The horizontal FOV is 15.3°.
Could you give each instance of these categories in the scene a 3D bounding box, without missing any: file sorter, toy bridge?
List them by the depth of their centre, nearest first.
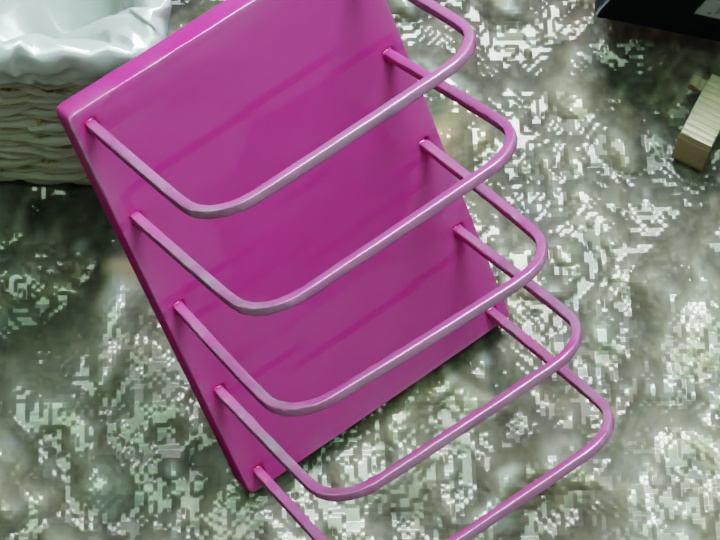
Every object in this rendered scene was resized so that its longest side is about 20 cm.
[{"bbox_3d":[0.000,0.000,1.048,0.139,0.201,0.125,-33,36,-14],"label":"file sorter"},{"bbox_3d":[0.235,-0.041,1.185,0.199,0.027,0.067,27,68,8],"label":"toy bridge"}]

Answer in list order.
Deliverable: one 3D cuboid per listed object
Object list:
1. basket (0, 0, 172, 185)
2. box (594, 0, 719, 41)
[{"bbox_3d":[-0.173,-0.147,1.135,0.197,0.161,0.201,2,68,-2],"label":"basket"},{"bbox_3d":[0.193,-0.208,1.189,0.147,0.107,0.201,9,68,-13],"label":"box"}]
